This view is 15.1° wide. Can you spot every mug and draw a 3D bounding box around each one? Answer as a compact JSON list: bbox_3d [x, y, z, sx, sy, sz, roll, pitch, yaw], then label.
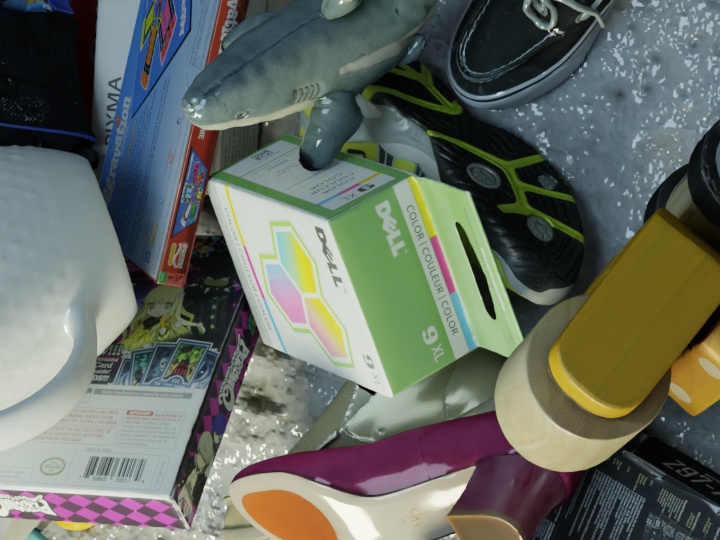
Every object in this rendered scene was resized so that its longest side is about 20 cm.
[{"bbox_3d":[-0.207,0.024,1.433,0.200,0.174,0.148,-118,12,-49],"label":"mug"}]

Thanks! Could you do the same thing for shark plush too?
[{"bbox_3d":[0.004,-0.126,1.366,0.199,0.083,0.091,-26,72,11],"label":"shark plush"}]

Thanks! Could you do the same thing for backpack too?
[{"bbox_3d":[-0.275,-0.097,1.547,0.182,0.199,0.135,-24,70,49],"label":"backpack"}]

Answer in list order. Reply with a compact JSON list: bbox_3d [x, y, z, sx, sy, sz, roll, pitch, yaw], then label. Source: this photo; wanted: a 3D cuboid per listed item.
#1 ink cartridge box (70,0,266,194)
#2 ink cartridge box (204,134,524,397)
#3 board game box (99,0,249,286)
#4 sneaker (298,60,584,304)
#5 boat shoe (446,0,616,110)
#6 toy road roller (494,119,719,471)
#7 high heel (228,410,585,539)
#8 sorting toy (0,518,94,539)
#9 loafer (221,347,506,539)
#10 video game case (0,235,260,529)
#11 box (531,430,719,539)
[{"bbox_3d":[-0.136,-0.150,1.564,0.175,0.045,0.201,7,96,32],"label":"ink cartridge box"},{"bbox_3d":[0.000,0.000,1.402,0.200,0.059,0.104,20,135,59],"label":"ink cartridge box"},{"bbox_3d":[-0.102,-0.102,1.481,0.103,0.019,0.201,33,112,57],"label":"board game box"},{"bbox_3d":[0.043,-0.043,1.445,0.200,0.075,0.077,46,127,31],"label":"sneaker"},{"bbox_3d":[0.107,-0.157,1.390,0.199,0.068,0.074,-39,72,28],"label":"boat shoe"},{"bbox_3d":[0.174,0.033,1.295,0.146,0.123,0.200,42,74,4],"label":"toy road roller"},{"bbox_3d":[0.027,0.104,1.409,0.199,0.096,0.068,4,130,35],"label":"high heel"},{"bbox_3d":[-0.256,0.168,1.567,0.199,0.180,0.107,-12,120,34],"label":"sorting toy"},{"bbox_3d":[0.005,0.091,1.471,0.199,0.076,0.069,-28,76,21],"label":"loafer"},{"bbox_3d":[-0.161,0.057,1.514,0.199,0.036,0.182,1,51,23],"label":"video game case"},{"bbox_3d":[0.142,0.197,1.400,0.160,0.043,0.201,29,108,29],"label":"box"}]
